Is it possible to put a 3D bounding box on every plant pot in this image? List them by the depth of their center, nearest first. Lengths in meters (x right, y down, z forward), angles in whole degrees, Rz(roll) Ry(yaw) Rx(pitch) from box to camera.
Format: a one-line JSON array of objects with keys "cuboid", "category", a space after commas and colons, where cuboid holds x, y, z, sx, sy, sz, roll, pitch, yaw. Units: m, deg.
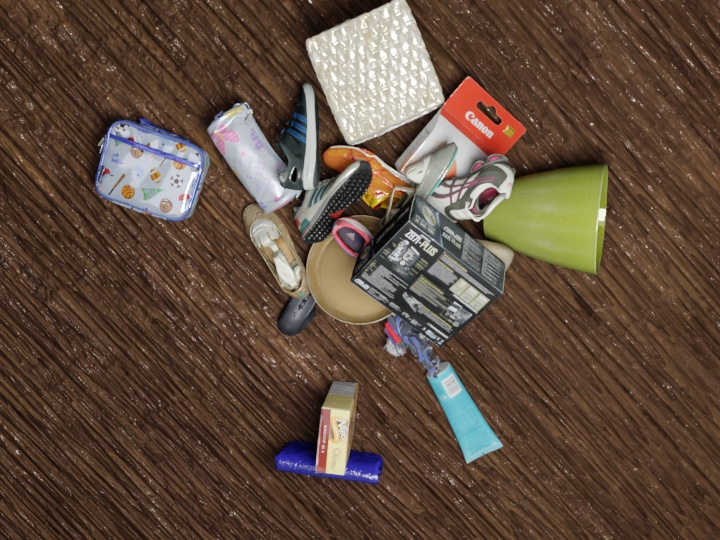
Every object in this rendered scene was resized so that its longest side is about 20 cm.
[{"cuboid": [0.320, -0.097, 1.501, 0.197, 0.187, 0.190, 6, 102, 19], "category": "plant pot"}, {"cuboid": [0.000, 0.000, 1.572, 0.197, 0.028, 0.203, -1, 78, 3], "category": "plant pot"}]

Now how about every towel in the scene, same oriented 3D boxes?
[{"cuboid": [-0.056, 0.359, 1.620, 0.197, 0.148, 0.050, 7, 83, 3], "category": "towel"}]

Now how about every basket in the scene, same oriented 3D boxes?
[{"cuboid": [0.026, -0.335, 1.474, 0.196, 0.161, 0.202, -22, 100, 7], "category": "basket"}]

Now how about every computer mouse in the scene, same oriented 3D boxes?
[{"cuboid": [-0.092, 0.039, 1.616, 0.058, 0.034, 0.201, 31, 101, -1], "category": "computer mouse"}]

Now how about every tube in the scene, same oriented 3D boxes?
[{"cuboid": [0.193, 0.270, 1.635, 0.077, 0.050, 0.201, -26, 102, 13], "category": "tube"}]

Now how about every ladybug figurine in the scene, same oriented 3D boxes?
[{"cuboid": [0.170, -0.023, 1.513, 0.198, 0.135, 0.073, 11, 93, 30], "category": "ladybug figurine"}]

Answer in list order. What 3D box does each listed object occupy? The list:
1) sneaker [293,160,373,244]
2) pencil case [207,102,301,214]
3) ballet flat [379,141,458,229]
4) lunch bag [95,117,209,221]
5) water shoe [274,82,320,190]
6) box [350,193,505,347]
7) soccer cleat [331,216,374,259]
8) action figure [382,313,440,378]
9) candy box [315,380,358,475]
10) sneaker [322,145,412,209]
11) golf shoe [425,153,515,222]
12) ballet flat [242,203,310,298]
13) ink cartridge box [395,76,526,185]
[{"cuboid": [-0.059, -0.140, 1.525, 0.200, 0.070, 0.094, -50, 57, 35], "category": "sneaker"}, {"cuboid": [-0.190, -0.202, 1.552, 0.090, 0.083, 0.201, -33, 97, 5], "category": "pencil case"}, {"cuboid": [0.093, -0.140, 1.466, 0.063, 0.068, 0.201, 25, 117, -11], "category": "ballet flat"}, {"cuboid": [-0.383, -0.187, 1.575, 0.198, 0.076, 0.162, 19, 99, -1], "category": "lunch bag"}, {"cuboid": [-0.113, -0.239, 1.512, 0.078, 0.072, 0.203, -3, 70, 3], "category": "water shoe"}, {"cuboid": [0.112, 0.003, 1.418, 0.199, 0.087, 0.164, 35, 126, -12], "category": "box"}, {"cuboid": [0.030, -0.019, 1.507, 0.200, 0.076, 0.067, 41, 107, 2], "category": "soccer cleat"}, {"cuboid": [0.128, 0.105, 1.573, 0.193, 0.104, 0.201, -36, 60, 16], "category": "action figure"}, {"cuboid": [-0.041, 0.282, 1.569, 0.055, 0.200, 0.117, 6, 97, 3], "category": "candy box"}, {"cuboid": [0.018, -0.158, 1.540, 0.198, 0.073, 0.078, 29, 63, 0], "category": "sneaker"}, {"cuboid": [0.175, -0.119, 1.467, 0.077, 0.089, 0.199, 36, 126, -27], "category": "golf shoe"}, {"cuboid": [-0.153, -0.038, 1.576, 0.070, 0.065, 0.201, -36, 88, 7], "category": "ballet flat"}, {"cuboid": [0.183, -0.210, 1.514, 0.162, 0.050, 0.200, 35, 106, -25], "category": "ink cartridge box"}]
